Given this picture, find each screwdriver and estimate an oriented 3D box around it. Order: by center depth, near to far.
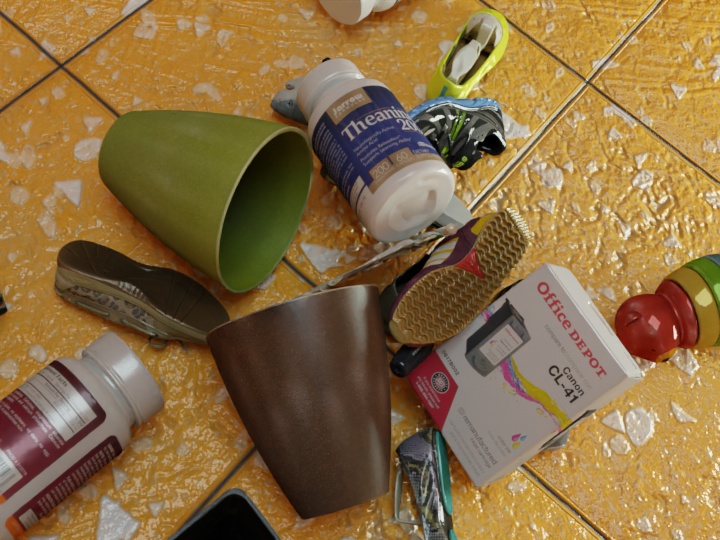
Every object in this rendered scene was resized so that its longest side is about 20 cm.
[{"bbox_3d":[0.095,0.052,1.051,0.029,0.028,0.199,30,47,26],"label":"screwdriver"}]

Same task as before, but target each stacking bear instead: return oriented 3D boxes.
[{"bbox_3d":[0.394,0.047,1.145,0.197,0.122,0.115,-18,70,-11],"label":"stacking bear"}]

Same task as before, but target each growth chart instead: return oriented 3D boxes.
[{"bbox_3d":[0.000,0.000,1.065,0.198,0.145,0.018,-26,90,-13],"label":"growth chart"}]

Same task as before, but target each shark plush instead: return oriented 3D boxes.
[{"bbox_3d":[-0.014,-0.174,1.217,0.199,0.091,0.084,41,82,-13],"label":"shark plush"}]

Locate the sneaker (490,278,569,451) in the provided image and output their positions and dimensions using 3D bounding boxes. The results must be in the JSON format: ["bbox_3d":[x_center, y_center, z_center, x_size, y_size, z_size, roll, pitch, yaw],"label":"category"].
[{"bbox_3d":[0.193,0.102,1.093,0.077,0.077,0.203,-6,67,-16],"label":"sneaker"}]

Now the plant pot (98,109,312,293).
[{"bbox_3d":[-0.183,-0.101,1.076,0.198,0.188,0.188,24,61,19],"label":"plant pot"}]

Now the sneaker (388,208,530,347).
[{"bbox_3d":[0.095,0.013,1.038,0.199,0.090,0.075,-39,100,-24],"label":"sneaker"}]

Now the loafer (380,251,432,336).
[{"bbox_3d":[0.104,0.009,1.125,0.199,0.068,0.076,-33,74,-23],"label":"loafer"}]

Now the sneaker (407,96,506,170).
[{"bbox_3d":[0.110,-0.164,1.193,0.198,0.071,0.084,-11,77,-38],"label":"sneaker"}]

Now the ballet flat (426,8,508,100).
[{"bbox_3d":[0.150,-0.291,1.283,0.066,0.067,0.201,30,62,6],"label":"ballet flat"}]

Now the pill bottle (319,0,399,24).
[{"bbox_3d":[0.035,-0.419,1.296,0.116,0.117,0.200,43,64,11],"label":"pill bottle"}]

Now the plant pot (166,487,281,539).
[{"bbox_3d":[-0.128,0.348,0.850,0.199,0.178,0.200,-36,74,-24],"label":"plant pot"}]

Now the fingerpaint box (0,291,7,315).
[{"bbox_3d":[-0.497,0.000,1.008,0.166,0.074,0.200,-35,75,-24],"label":"fingerpaint box"}]

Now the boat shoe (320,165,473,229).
[{"bbox_3d":[0.042,-0.091,1.167,0.199,0.064,0.071,33,27,12],"label":"boat shoe"}]

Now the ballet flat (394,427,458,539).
[{"bbox_3d":[0.072,0.267,1.002,0.071,0.072,0.203,-4,65,-13],"label":"ballet flat"}]

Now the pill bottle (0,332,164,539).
[{"bbox_3d":[-0.298,0.158,0.947,0.199,0.115,0.114,-39,76,-25],"label":"pill bottle"}]

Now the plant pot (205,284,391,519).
[{"bbox_3d":[-0.043,0.139,0.987,0.184,0.187,0.203,-14,81,-17],"label":"plant pot"}]

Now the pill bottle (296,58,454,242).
[{"bbox_3d":[0.009,-0.138,1.071,0.110,0.112,0.201,-22,59,-20],"label":"pill bottle"}]

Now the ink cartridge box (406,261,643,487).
[{"bbox_3d":[0.168,0.109,1.021,0.200,0.085,0.148,-41,69,19],"label":"ink cartridge box"}]

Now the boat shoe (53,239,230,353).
[{"bbox_3d":[-0.237,0.034,1.058,0.198,0.063,0.074,26,36,0],"label":"boat shoe"}]
